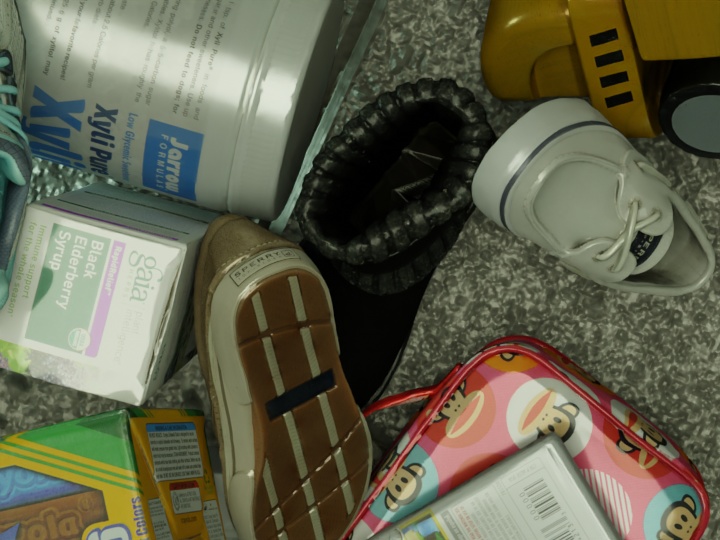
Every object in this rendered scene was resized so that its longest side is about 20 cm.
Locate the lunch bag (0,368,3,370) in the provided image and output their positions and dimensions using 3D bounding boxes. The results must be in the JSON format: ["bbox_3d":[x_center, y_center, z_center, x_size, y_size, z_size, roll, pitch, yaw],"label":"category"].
[{"bbox_3d":[-0.283,0.001,1.223,0.200,0.122,0.170,-18,89,-12],"label":"lunch bag"}]

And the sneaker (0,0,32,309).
[{"bbox_3d":[-0.174,-0.065,1.174,0.078,0.086,0.200,3,84,-30],"label":"sneaker"}]

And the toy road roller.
[{"bbox_3d":[0.125,-0.148,1.259,0.146,0.200,0.123,-1,52,17],"label":"toy road roller"}]

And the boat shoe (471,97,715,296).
[{"bbox_3d":[0.119,-0.026,1.257,0.066,0.200,0.072,42,95,26],"label":"boat shoe"}]

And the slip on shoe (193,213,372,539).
[{"bbox_3d":[-0.045,0.061,1.262,0.076,0.061,0.200,-27,133,-17],"label":"slip on shoe"}]

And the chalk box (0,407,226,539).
[{"bbox_3d":[-0.172,0.143,1.229,0.200,0.125,0.124,-12,85,12],"label":"chalk box"}]

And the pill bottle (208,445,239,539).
[{"bbox_3d":[-0.112,0.190,1.338,0.114,0.114,0.200,11,95,4],"label":"pill bottle"}]

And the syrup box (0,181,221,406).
[{"bbox_3d":[-0.120,0.007,1.281,0.081,0.200,0.079,15,96,3],"label":"syrup box"}]

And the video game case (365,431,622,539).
[{"bbox_3d":[0.071,0.210,1.292,0.182,0.023,0.200,-31,92,11],"label":"video game case"}]

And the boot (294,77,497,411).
[{"bbox_3d":[-0.002,-0.002,1.291,0.079,0.158,0.211,27,95,3],"label":"boot"}]

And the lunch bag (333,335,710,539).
[{"bbox_3d":[0.062,0.137,1.335,0.176,0.082,0.200,39,97,2],"label":"lunch bag"}]

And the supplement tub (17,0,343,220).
[{"bbox_3d":[-0.120,-0.112,1.300,0.200,0.132,0.132,16,95,4],"label":"supplement tub"}]
